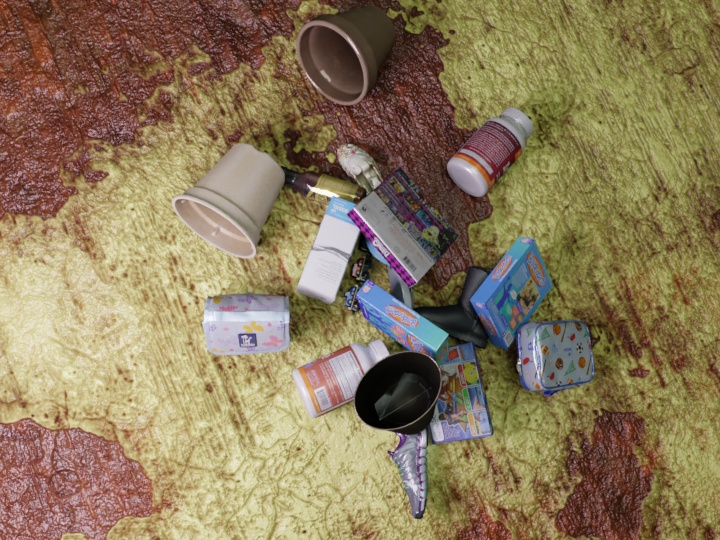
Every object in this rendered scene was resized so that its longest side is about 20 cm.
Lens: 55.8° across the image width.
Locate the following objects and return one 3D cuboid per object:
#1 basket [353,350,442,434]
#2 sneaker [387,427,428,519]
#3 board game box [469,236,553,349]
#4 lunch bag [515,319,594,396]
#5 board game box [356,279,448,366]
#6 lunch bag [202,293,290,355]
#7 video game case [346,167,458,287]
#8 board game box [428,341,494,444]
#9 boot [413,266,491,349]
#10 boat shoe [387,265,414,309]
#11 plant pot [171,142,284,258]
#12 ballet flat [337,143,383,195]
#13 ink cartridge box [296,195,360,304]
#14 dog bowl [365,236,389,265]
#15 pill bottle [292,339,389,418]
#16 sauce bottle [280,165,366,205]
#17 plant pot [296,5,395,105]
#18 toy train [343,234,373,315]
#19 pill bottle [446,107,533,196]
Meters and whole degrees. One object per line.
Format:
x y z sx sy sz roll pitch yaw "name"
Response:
0.088 0.260 1.372 0.180 0.200 0.136 -33 67 -3 "basket"
0.099 0.424 1.451 0.087 0.074 0.200 2 71 2 "sneaker"
0.335 0.048 1.487 0.200 0.045 0.152 -48 127 -22 "board game box"
0.424 0.189 1.490 0.200 0.076 0.161 0 83 -34 "lunch bag"
0.090 0.115 1.410 0.200 0.152 0.045 33 75 19 "board game box"
-0.228 0.106 1.376 0.169 0.200 0.127 -1 82 -9 "lunch bag"
0.092 -0.093 1.411 0.200 0.036 0.181 49 51 -5 "video game case"
0.200 0.265 1.468 0.135 0.034 0.200 -13 84 19 "board game box"
0.220 0.066 1.506 0.200 0.076 0.168 21 83 -12 "boot"
0.098 -0.002 1.500 0.066 0.070 0.200 -7 66 -16 "boat shoe"
-0.258 -0.158 1.426 0.200 0.200 0.184 31 68 -3 "plant pot"
0.021 -0.209 1.525 0.076 0.064 0.200 -36 88 -10 "ballet flat"
-0.063 -0.040 1.447 0.084 0.145 0.200 21 80 -5 "ink cartridge box"
0.101 -0.086 1.481 0.200 0.050 0.112 -30 74 -38 "dog bowl"
-0.033 0.222 1.432 0.200 0.112 0.112 -23 86 -11 "pill bottle"
-0.088 -0.182 1.499 0.200 0.066 0.066 18 80 8 "sauce bottle"
-0.016 -0.500 1.512 0.200 0.200 0.175 42 61 -1 "plant pot"
0.000 0.000 1.508 0.046 0.034 0.200 15 80 -2 "toy train"
0.300 -0.273 1.549 0.113 0.113 0.200 43 79 0 "pill bottle"
